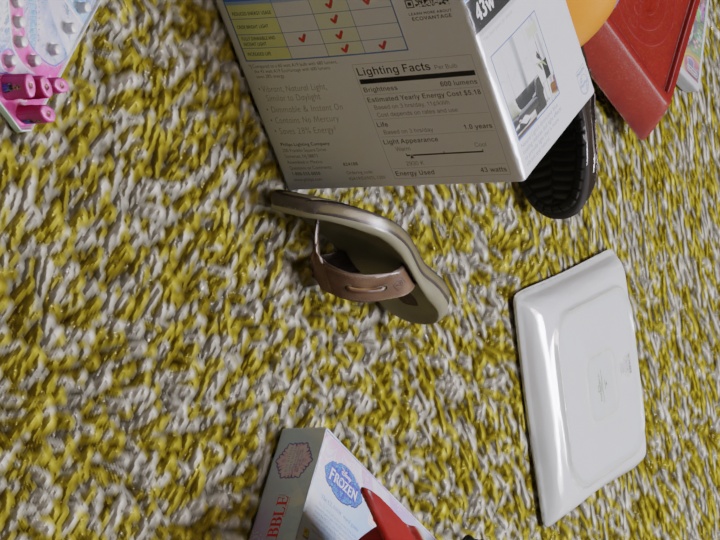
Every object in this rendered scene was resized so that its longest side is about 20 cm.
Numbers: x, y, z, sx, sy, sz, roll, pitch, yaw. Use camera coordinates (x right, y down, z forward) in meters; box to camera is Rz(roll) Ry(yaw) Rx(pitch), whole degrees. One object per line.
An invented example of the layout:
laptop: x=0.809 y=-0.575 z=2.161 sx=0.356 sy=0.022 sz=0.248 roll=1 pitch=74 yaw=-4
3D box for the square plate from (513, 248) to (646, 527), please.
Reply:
square plate: x=0.196 y=0.097 z=1.970 sx=0.198 sy=0.028 sz=0.201 roll=-22 pitch=107 yaw=-56

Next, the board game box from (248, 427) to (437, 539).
board game box: x=-0.017 y=0.244 z=1.600 sx=0.200 sy=0.041 sz=0.200 roll=49 pitch=48 yaw=-45

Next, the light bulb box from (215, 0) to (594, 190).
light bulb box: x=0.024 y=-0.171 z=1.548 sx=0.125 sy=0.198 sz=0.201 roll=-50 pitch=129 yaw=-44

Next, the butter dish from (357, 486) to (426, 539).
butter dish: x=0.017 y=0.279 z=1.493 sx=0.200 sy=0.147 sz=0.200 roll=62 pitch=-1 yaw=-34

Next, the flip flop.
flip flop: x=0.000 y=0.000 z=1.627 sx=0.058 sy=0.081 sz=0.200 roll=-65 pitch=146 yaw=-15

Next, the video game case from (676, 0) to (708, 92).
video game case: x=0.296 y=-0.288 z=2.169 sx=0.143 sy=0.018 sz=0.201 roll=34 pitch=59 yaw=-52

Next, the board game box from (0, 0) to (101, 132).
board game box: x=-0.203 y=-0.219 z=1.349 sx=0.200 sy=0.026 sz=0.200 roll=57 pitch=43 yaw=-40

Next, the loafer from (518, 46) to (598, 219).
loafer: x=0.168 y=-0.143 z=1.896 sx=0.071 sy=0.073 sz=0.201 roll=-8 pitch=95 yaw=-56

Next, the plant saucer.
plant saucer: x=0.243 y=-0.253 z=2.042 sx=0.200 sy=0.037 sz=0.200 roll=46 pitch=51 yaw=-38

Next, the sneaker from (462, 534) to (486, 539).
sneaker: x=0.112 y=0.262 z=1.719 sx=0.200 sy=0.090 sz=0.076 roll=74 pitch=28 yaw=-55

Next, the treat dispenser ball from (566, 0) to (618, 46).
treat dispenser ball: x=0.100 y=-0.242 z=1.675 sx=0.201 sy=0.200 sz=0.202 roll=7 pitch=82 yaw=-58
